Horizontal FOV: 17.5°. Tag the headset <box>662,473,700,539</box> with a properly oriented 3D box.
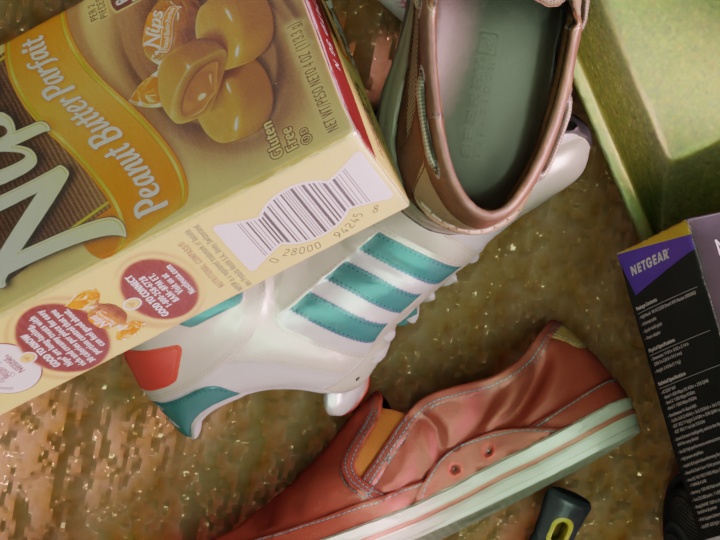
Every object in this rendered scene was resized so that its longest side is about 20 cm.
[{"bbox_3d":[0.168,0.084,0.940,0.123,0.094,0.200,-35,118,-6],"label":"headset"}]

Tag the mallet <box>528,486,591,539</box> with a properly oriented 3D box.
[{"bbox_3d":[0.054,0.185,0.944,0.066,0.041,0.200,28,98,-13],"label":"mallet"}]

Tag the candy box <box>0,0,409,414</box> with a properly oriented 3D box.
[{"bbox_3d":[-0.094,-0.033,0.830,0.200,0.116,0.055,-26,143,8],"label":"candy box"}]

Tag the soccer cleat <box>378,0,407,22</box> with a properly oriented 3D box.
[{"bbox_3d":[-0.011,-0.146,0.871,0.086,0.070,0.200,-28,106,21],"label":"soccer cleat"}]

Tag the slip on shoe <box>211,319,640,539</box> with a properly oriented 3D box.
[{"bbox_3d":[0.009,0.080,0.913,0.200,0.074,0.061,-26,80,-1],"label":"slip on shoe"}]

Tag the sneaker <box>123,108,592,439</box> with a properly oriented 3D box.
[{"bbox_3d":[0.000,0.000,0.899,0.199,0.070,0.094,-21,116,-3],"label":"sneaker"}]

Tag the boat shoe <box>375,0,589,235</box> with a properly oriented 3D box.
[{"bbox_3d":[0.051,-0.109,0.806,0.076,0.072,0.201,1,98,-13],"label":"boat shoe"}]

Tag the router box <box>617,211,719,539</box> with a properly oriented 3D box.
[{"bbox_3d":[0.209,0.045,0.873,0.200,0.052,0.158,-12,80,-28],"label":"router box"}]

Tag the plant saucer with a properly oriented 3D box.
[{"bbox_3d":[0.159,-0.134,0.896,0.199,0.048,0.200,-25,103,-2],"label":"plant saucer"}]
